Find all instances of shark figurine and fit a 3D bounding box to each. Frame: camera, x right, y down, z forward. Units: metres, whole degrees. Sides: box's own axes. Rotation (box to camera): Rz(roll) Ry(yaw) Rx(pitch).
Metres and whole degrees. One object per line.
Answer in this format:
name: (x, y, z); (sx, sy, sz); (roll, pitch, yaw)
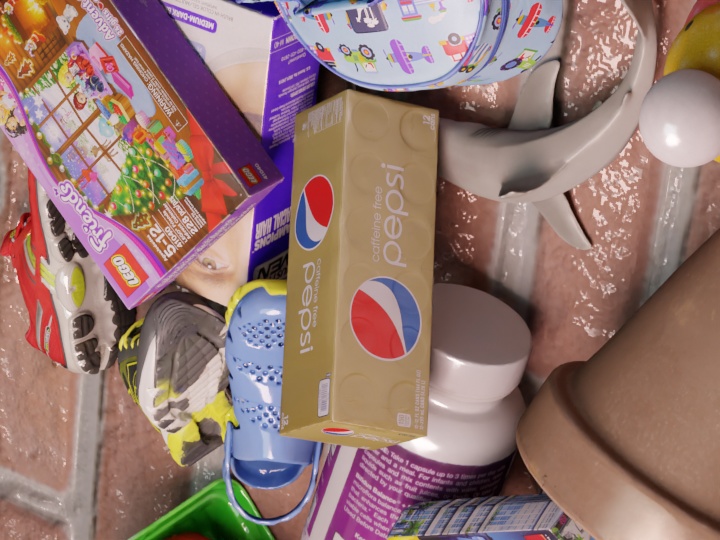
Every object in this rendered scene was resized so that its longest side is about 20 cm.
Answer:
shark figurine: (0.114, -0.077, 1.548); (0.214, 0.089, 0.128); (-37, 88, 41)

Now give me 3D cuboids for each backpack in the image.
backpack: (0.014, -0.184, 1.466); (0.182, 0.134, 0.201); (0, 112, 36)

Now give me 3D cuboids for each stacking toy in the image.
stacking toy: (0.208, -0.101, 1.396); (0.145, 0.200, 0.147); (14, 117, 29)

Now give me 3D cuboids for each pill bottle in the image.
pill bottle: (0.039, 0.112, 1.664); (0.112, 0.112, 0.201); (33, 125, 20)

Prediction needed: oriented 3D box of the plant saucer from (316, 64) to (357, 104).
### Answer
plant saucer: (-0.077, -0.131, 1.692); (0.199, 0.037, 0.202); (15, 118, 29)

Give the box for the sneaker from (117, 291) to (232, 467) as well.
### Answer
sneaker: (-0.129, 0.061, 1.744); (0.085, 0.074, 0.200); (46, 162, 20)

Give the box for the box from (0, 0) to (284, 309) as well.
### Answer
box: (-0.151, -0.095, 1.631); (0.200, 0.039, 0.137); (54, 130, 6)

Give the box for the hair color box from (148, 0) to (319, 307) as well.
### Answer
hair color box: (-0.090, -0.087, 1.657); (0.109, 0.065, 0.201); (21, 122, 26)

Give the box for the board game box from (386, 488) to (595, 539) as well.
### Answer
board game box: (0.151, 0.189, 1.569); (0.200, 0.062, 0.199); (44, 148, -26)

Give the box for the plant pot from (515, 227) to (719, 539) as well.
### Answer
plant pot: (0.211, 0.070, 1.491); (0.200, 0.200, 0.175); (36, 110, 18)

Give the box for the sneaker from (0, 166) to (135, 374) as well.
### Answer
sneaker: (-0.210, -0.025, 1.809); (0.085, 0.077, 0.201); (15, 117, 35)

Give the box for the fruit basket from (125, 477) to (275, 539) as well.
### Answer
fruit basket: (-0.083, 0.251, 1.779); (0.215, 0.155, 0.217); (30, 136, 34)

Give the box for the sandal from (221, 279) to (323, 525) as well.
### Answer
sandal: (-0.050, 0.086, 1.662); (0.079, 0.087, 0.201); (2, 138, 0)

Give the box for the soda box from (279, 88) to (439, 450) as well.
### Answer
soda box: (0.000, 0.000, 1.581); (0.064, 0.067, 0.201); (-19, 64, 57)
